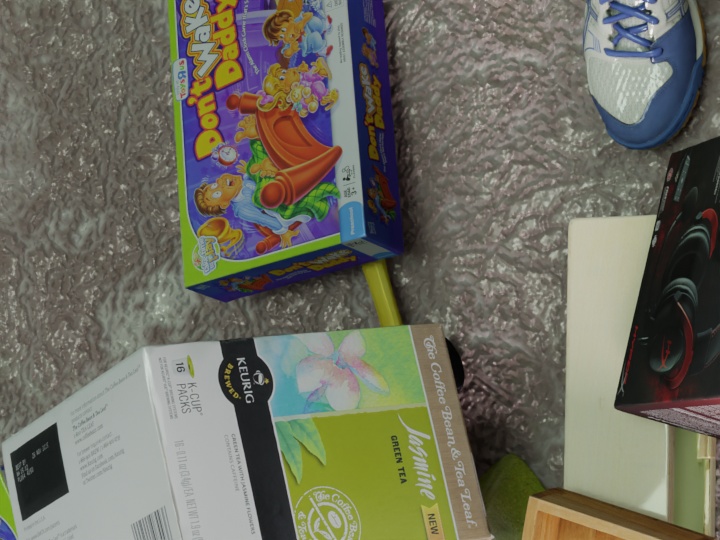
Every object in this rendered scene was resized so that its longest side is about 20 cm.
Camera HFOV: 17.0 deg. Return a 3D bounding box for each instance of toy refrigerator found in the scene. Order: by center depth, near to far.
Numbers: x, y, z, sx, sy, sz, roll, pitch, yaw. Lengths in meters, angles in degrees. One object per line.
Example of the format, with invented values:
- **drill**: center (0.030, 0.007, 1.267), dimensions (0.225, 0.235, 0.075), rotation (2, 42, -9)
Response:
- **toy refrigerator**: center (0.160, 0.073, 1.344), dimensions (0.070, 0.076, 0.200), rotation (-2, 83, 29)

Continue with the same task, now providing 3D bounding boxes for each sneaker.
- **sneaker**: center (0.151, -0.170, 1.371), dimensions (0.075, 0.088, 0.200), rotation (-2, 85, 27)

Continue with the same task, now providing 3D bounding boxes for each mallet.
- **mallet**: center (0.000, 0.000, 1.468), dimensions (0.066, 0.041, 0.200), rotation (-34, 64, 24)

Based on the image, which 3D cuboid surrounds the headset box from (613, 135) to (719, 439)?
- **headset box**: center (0.210, 0.005, 1.212), dimensions (0.075, 0.200, 0.149), rotation (16, 82, -13)

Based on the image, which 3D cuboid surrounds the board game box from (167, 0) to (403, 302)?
- **board game box**: center (-0.048, -0.093, 1.478), dimensions (0.134, 0.045, 0.200), rotation (-16, 69, 30)

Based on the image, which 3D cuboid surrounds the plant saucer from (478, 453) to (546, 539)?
- **plant saucer**: center (0.068, 0.242, 1.392), dimensions (0.200, 0.048, 0.200), rotation (-45, 66, 18)

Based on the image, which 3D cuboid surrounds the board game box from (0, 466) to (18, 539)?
- **board game box**: center (-0.234, 0.246, 1.552), dimensions (0.134, 0.045, 0.200), rotation (-33, 70, 22)

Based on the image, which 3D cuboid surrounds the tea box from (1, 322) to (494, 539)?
- **tea box**: center (-0.068, 0.123, 1.358), dimensions (0.200, 0.197, 0.134), rotation (-32, 67, 54)

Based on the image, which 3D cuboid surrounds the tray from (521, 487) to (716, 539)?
- **tray**: center (0.125, 0.227, 1.294), dimensions (0.099, 0.037, 0.200), rotation (16, 103, 32)
